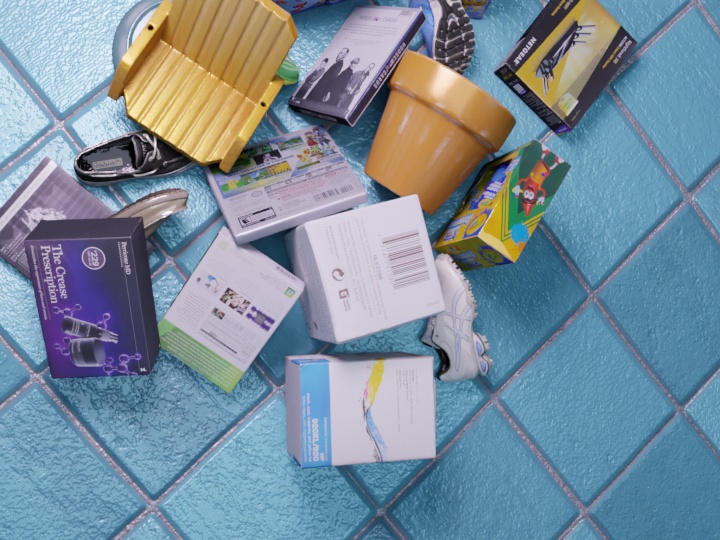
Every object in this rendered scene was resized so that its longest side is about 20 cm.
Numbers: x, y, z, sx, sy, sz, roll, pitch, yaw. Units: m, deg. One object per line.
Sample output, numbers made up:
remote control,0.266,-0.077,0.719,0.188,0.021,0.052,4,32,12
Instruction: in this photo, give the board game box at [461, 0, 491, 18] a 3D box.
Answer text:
board game box,0.193,-0.504,1.264,0.061,0.200,0.204,3,101,-13

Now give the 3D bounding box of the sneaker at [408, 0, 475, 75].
sneaker,0.124,-0.398,1.283,0.077,0.089,0.203,-16,110,-20

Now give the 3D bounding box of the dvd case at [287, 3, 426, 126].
dvd case,-0.008,-0.311,1.212,0.201,0.149,0.025,-55,133,-10

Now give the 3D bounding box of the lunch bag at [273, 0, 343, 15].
lunch bag,-0.035,-0.449,1.204,0.197,0.150,0.096,-11,90,-14

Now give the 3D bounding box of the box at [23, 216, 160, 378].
box,-0.353,0.037,1.087,0.138,0.079,0.203,-4,114,-3

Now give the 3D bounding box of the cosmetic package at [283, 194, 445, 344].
cosmetic package,0.000,0.000,1.166,0.164,0.200,0.170,-16,92,-14

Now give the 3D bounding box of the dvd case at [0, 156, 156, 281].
dvd case,-0.416,-0.040,1.158,0.199,0.016,0.149,40,79,-10

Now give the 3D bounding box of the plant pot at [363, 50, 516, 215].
plant pot,0.102,-0.194,1.217,0.198,0.200,0.185,31,96,-11

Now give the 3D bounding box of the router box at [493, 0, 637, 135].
router box,0.340,-0.352,1.344,0.157,0.052,0.201,40,79,-9

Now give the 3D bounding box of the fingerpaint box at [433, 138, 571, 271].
fingerpaint box,0.206,-0.092,1.222,0.073,0.200,0.168,33,81,-9

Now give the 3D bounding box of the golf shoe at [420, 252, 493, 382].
golf shoe,0.135,0.077,1.264,0.096,0.078,0.203,-17,91,-8

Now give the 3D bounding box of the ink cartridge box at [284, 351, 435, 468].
ink cartridge box,-0.003,0.197,1.184,0.196,0.147,0.147,-1,88,-13

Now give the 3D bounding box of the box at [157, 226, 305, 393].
box,-0.191,0.059,1.156,0.143,0.036,0.201,35,106,-9

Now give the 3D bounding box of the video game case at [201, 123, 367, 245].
video game case,-0.113,-0.130,1.176,0.197,0.022,0.183,-19,49,-13

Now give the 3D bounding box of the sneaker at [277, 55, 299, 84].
sneaker,-0.150,-0.357,1.186,0.083,0.074,0.200,-34,115,15

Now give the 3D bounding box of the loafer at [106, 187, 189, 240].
loafer,-0.324,-0.053,1.140,0.198,0.076,0.069,-27,105,-2

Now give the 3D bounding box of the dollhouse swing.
dollhouse swing,-0.208,-0.275,1.098,0.199,0.176,0.183,33,69,-12

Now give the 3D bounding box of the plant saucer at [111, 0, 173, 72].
plant saucer,-0.263,-0.318,1.196,0.197,0.027,0.204,2,84,-18

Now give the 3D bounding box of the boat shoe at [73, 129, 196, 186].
boat shoe,-0.310,-0.165,1.165,0.197,0.064,0.072,-19,91,-17
